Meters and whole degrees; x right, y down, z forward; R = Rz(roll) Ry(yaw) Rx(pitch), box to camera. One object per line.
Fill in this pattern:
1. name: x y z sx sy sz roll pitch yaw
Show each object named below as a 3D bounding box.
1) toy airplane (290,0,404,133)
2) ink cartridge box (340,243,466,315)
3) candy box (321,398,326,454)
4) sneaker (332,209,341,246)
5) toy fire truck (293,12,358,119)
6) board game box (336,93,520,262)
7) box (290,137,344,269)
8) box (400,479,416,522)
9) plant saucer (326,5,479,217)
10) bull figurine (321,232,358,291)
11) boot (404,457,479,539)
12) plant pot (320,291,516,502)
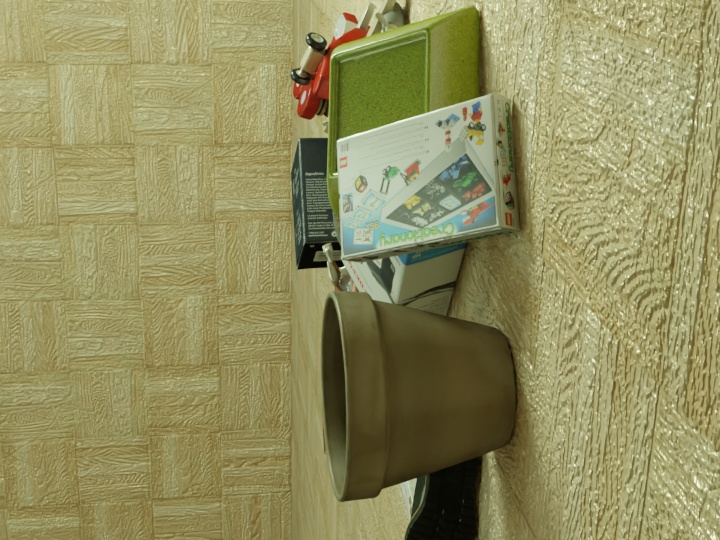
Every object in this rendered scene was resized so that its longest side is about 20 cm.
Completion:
1. toy airplane: 0.004 -0.299 1.548 0.200 0.140 0.200 -55 -7 -9
2. ink cartridge box: 0.048 -0.035 1.257 0.146 0.083 0.201 60 157 31
3. candy box: -0.042 0.308 2.160 0.200 0.056 0.119 121 146 -77
4. sneaker: 0.017 -0.044 1.449 0.080 0.071 0.201 -92 -22 -56
5. toy fire truck: -0.036 -0.346 1.874 0.201 0.111 0.170 -107 36 -58
6. board game box: 0.061 -0.085 1.048 0.198 0.034 0.128 -10 79 40
7. box: -0.066 -0.124 2.026 0.197 0.116 0.203 121 146 -75
8. box: 0.080 0.295 1.377 0.201 0.041 0.039 -106 17 -57
9. plant saucer: 0.032 -0.170 1.141 0.198 0.048 0.203 -6 78 40
10. bull figurine: 0.000 0.000 1.546 0.200 0.064 0.123 -62 -50 -72
11. boot: 0.090 0.244 1.231 0.139 0.076 0.203 -105 28 -73
12. plant pot: 0.055 0.120 1.055 0.200 0.171 0.203 179 90 -82
